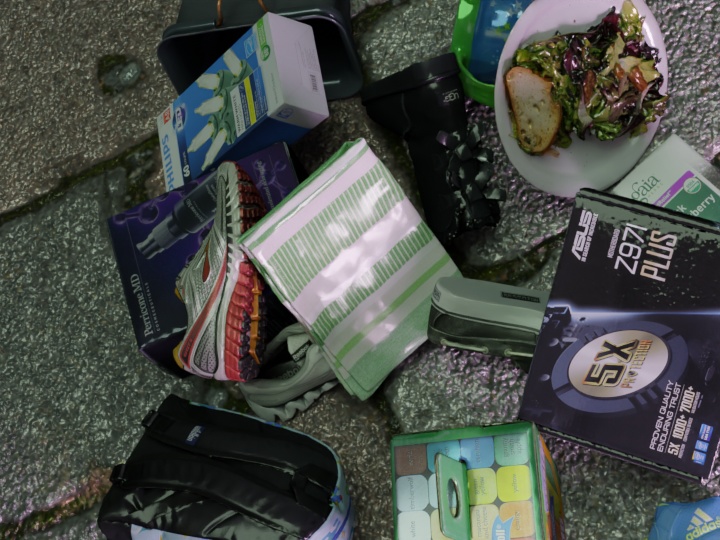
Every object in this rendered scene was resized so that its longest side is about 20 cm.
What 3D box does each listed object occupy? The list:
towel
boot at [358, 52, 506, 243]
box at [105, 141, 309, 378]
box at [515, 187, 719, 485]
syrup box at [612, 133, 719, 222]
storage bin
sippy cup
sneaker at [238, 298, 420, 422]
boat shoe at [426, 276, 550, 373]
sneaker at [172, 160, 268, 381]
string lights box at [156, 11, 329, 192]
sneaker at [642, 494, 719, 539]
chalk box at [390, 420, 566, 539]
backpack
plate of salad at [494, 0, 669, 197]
[{"bbox_3d":[0.000,0.000,1.148,0.152,0.201,0.023,-42,28,-10],"label":"towel"},{"bbox_3d":[0.067,-0.112,1.231,0.073,0.198,0.164,-17,95,-16],"label":"boot"},{"bbox_3d":[-0.126,-0.007,1.247,0.198,0.104,0.149,-24,66,6],"label":"box"},{"bbox_3d":[0.234,0.049,1.057,0.162,0.086,0.202,17,99,16],"label":"box"},{"bbox_3d":[0.319,-0.020,1.137,0.079,0.082,0.200,-42,66,-3],"label":"syrup box"},{"bbox_3d":[-0.101,-0.266,1.330,0.197,0.146,0.136,-6,58,13],"label":"storage bin"},{"bbox_3d":[0.160,-0.226,1.243,0.129,0.140,0.180,13,84,9],"label":"sippy cup"},{"bbox_3d":[-0.026,0.069,1.203,0.199,0.081,0.075,-33,62,0],"label":"sneaker"},{"bbox_3d":[0.159,0.057,1.166,0.198,0.071,0.064,13,112,7],"label":"boat shoe"},{"bbox_3d":[-0.128,-0.003,1.146,0.081,0.078,0.203,-2,71,16],"label":"sneaker"},{"bbox_3d":[-0.120,-0.152,1.272,0.199,0.059,0.104,-34,58,40],"label":"string lights box"},{"bbox_3d":[0.320,0.235,1.042,0.198,0.076,0.106,10,72,20],"label":"sneaker"},{"bbox_3d":[0.096,0.200,1.049,0.122,0.200,0.126,-7,68,13],"label":"chalk box"},{"bbox_3d":[-0.102,0.205,1.139,0.198,0.155,0.164,-4,39,26],"label":"backpack"},{"bbox_3d":[0.209,-0.165,1.172,0.201,0.200,0.048,-52,30,-8],"label":"plate of salad"}]
